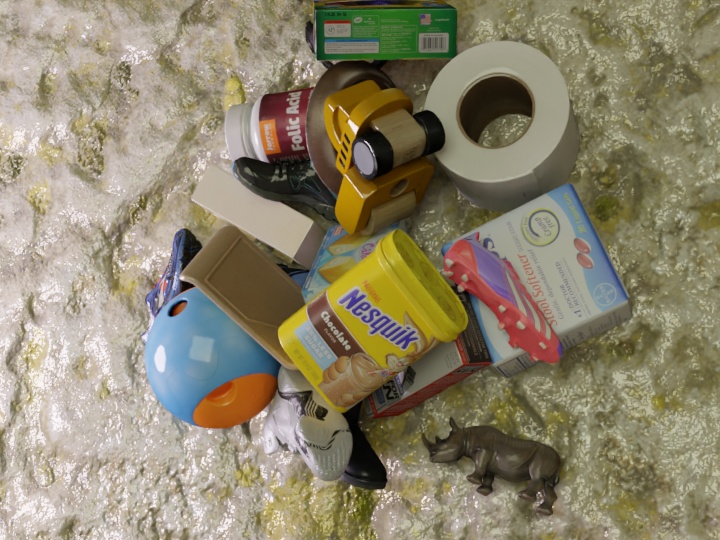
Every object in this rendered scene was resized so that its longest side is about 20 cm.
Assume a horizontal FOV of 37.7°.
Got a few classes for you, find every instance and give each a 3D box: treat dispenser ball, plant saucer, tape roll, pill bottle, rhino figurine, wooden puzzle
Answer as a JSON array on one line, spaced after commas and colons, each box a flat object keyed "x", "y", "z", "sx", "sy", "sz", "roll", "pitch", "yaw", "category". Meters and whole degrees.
[{"x": -0.202, "y": 0.119, "z": 1.480, "sx": 0.198, "sy": 0.201, "sz": 0.204, "roll": -4, "pitch": 75, "yaw": 16, "category": "treat dispenser ball"}, {"x": 0.006, "y": -0.199, "z": 1.500, "sx": 0.032, "sy": 0.199, "sz": 0.203, "roll": 5, "pitch": 76, "yaw": 46, "category": "plant saucer"}, {"x": 0.198, "y": -0.197, "z": 1.466, "sx": 0.200, "sy": 0.139, "sz": 0.206, "roll": -4, "pitch": 76, "yaw": 16, "category": "tape roll"}, {"x": -0.095, "y": -0.213, "z": 1.577, "sx": 0.197, "sy": 0.114, "sz": 0.116, "roll": -6, "pitch": 74, "yaw": 16, "category": "pill bottle"}, {"x": 0.172, "y": 0.250, "z": 1.401, "sx": 0.198, "sy": 0.060, "sz": 0.088, "roll": 15, "pitch": 62, "yaw": 21, "category": "rhino figurine"}, {"x": -0.139, "y": 0.037, "z": 1.425, "sx": 0.199, "sy": 0.185, "sz": 0.037, "roll": 39, "pitch": 114, "yaw": -6, "category": "wooden puzzle"}]

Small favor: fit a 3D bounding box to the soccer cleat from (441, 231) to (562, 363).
[{"x": 0.190, "y": 0.032, "z": 1.343, "sx": 0.076, "sy": 0.067, "sz": 0.200, "roll": -39, "pitch": 72, "yaw": -24, "category": "soccer cleat"}]

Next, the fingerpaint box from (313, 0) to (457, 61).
[{"x": 0.031, "y": -0.348, "z": 1.510, "sx": 0.197, "sy": 0.167, "sz": 0.074, "roll": -1, "pitch": 108, "yaw": -3, "category": "fingerpaint box"}]

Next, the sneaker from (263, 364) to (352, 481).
[{"x": -0.072, "y": 0.222, "z": 1.395, "sx": 0.201, "sy": 0.074, "sz": 0.116, "roll": -116, "pitch": 38, "yaw": -46, "category": "sneaker"}]

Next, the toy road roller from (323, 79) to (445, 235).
[{"x": 0.016, "y": -0.162, "z": 1.424, "sx": 0.122, "sy": 0.201, "sz": 0.146, "roll": -25, "pitch": 62, "yaw": -28, "category": "toy road roller"}]

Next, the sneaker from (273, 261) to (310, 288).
[{"x": -0.154, "y": 0.004, "z": 1.565, "sx": 0.197, "sy": 0.070, "sz": 0.079, "roll": -5, "pitch": 76, "yaw": 14, "category": "sneaker"}]

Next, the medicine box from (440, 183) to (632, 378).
[{"x": 0.237, "y": 0.016, "z": 1.419, "sx": 0.198, "sy": 0.103, "sz": 0.184, "roll": -26, "pitch": 70, "yaw": 9, "category": "medicine box"}]

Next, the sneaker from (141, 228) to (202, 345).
[{"x": -0.290, "y": 0.032, "z": 1.601, "sx": 0.077, "sy": 0.075, "sz": 0.203, "roll": 5, "pitch": 76, "yaw": 22, "category": "sneaker"}]

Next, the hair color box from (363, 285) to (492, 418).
[{"x": 0.075, "y": 0.112, "z": 1.416, "sx": 0.199, "sy": 0.063, "sz": 0.112, "roll": -36, "pitch": 64, "yaw": 41, "category": "hair color box"}]

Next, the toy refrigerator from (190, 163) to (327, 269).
[{"x": -0.152, "y": -0.078, "z": 1.582, "sx": 0.198, "sy": 0.076, "sz": 0.071, "roll": 29, "pitch": 86, "yaw": 21, "category": "toy refrigerator"}]

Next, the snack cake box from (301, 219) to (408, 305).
[{"x": 0.000, "y": 0.000, "z": 1.452, "sx": 0.113, "sy": 0.201, "sz": 0.068, "roll": -11, "pitch": 115, "yaw": 16, "category": "snack cake box"}]

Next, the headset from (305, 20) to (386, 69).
[{"x": -0.037, "y": -0.382, "z": 1.639, "sx": 0.200, "sy": 0.094, "sz": 0.124, "roll": 42, "pitch": 90, "yaw": 7, "category": "headset"}]

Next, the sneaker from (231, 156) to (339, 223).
[{"x": -0.089, "y": -0.138, "z": 1.538, "sx": 0.197, "sy": 0.073, "sz": 0.083, "roll": 16, "pitch": 115, "yaw": -12, "category": "sneaker"}]

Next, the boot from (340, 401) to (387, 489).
[{"x": -0.004, "y": 0.170, "z": 1.420, "sx": 0.164, "sy": 0.065, "sz": 0.203, "roll": 27, "pitch": 107, "yaw": 44, "category": "boot"}]

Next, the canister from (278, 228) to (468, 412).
[{"x": 0.013, "y": 0.067, "z": 1.316, "sx": 0.199, "sy": 0.087, "sz": 0.149, "roll": -38, "pitch": 97, "yaw": 20, "category": "canister"}]
